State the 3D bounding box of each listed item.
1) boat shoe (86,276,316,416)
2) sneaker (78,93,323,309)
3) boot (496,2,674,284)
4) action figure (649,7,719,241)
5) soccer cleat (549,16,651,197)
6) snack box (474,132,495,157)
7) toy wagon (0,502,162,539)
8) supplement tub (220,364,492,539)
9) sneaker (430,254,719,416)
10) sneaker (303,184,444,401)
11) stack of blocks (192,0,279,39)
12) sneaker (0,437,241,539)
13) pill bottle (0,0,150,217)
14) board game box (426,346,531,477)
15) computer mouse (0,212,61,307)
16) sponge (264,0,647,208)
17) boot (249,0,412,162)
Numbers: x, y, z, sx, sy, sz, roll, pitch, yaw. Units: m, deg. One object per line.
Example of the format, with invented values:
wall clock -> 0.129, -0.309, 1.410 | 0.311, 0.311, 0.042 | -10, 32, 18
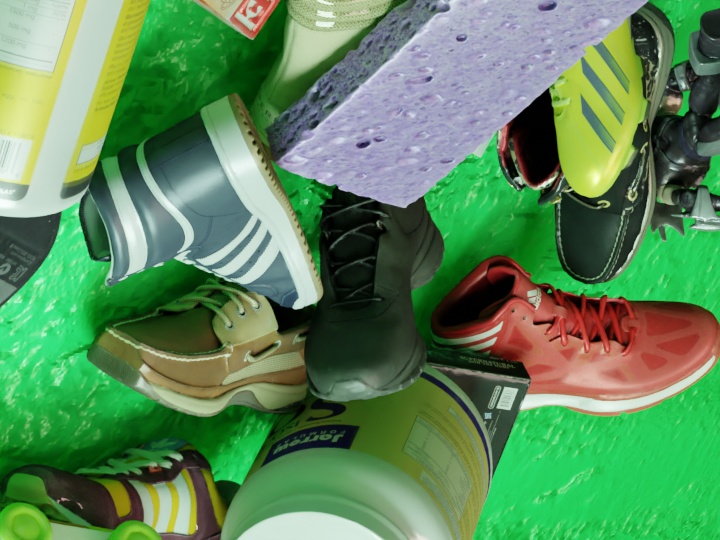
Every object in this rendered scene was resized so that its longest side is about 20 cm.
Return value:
boat shoe -> -0.087, 0.038, 1.454 | 0.200, 0.076, 0.074 | 5, 111, -64
sneaker -> -0.090, -0.020, 1.367 | 0.108, 0.070, 0.200 | -25, 153, 0
boot -> 0.136, -0.065, 1.623 | 0.154, 0.073, 0.204 | -34, 139, -52
action figure -> 0.233, -0.097, 1.671 | 0.069, 0.130, 0.200 | -6, 159, -17
soccer cleat -> 0.129, -0.145, 1.484 | 0.084, 0.065, 0.200 | 7, 87, -30
snack box -> 0.105, -0.168, 1.552 | 0.200, 0.024, 0.072 | -58, 151, 5
toy wagon -> -0.208, 0.178, 1.389 | 0.200, 0.040, 0.155 | 14, 140, -29
supplement tub -> -0.003, 0.152, 1.520 | 0.200, 0.145, 0.145 | -62, 172, -64
sneaker -> 0.143, 0.040, 1.672 | 0.200, 0.078, 0.116 | -12, 146, 3
sneaker -> 0.000, 0.000, 1.475 | 0.200, 0.076, 0.091 | -81, 160, -54
stack of blocks -> -0.042, -0.230, 1.257 | 0.200, 0.059, 0.115 | -55, 149, 1
sneaker -> -0.140, 0.133, 1.479 | 0.200, 0.075, 0.090 | 41, 64, -56
pill bottle -> -0.153, -0.134, 1.148 | 0.112, 0.112, 0.200 | -9, 127, -50
board game box -> 0.019, 0.140, 1.667 | 0.135, 0.028, 0.200 | 10, 116, -20
computer mouse -> -0.236, 0.011, 1.242 | 0.200, 0.053, 0.138 | -43, 148, 2
sponge -> 0.051, -0.111, 1.343 | 0.112, 0.030, 0.200 | 15, 134, -45
boot -> 0.029, -0.154, 1.392 | 0.200, 0.073, 0.155 | -28, 155, -27
